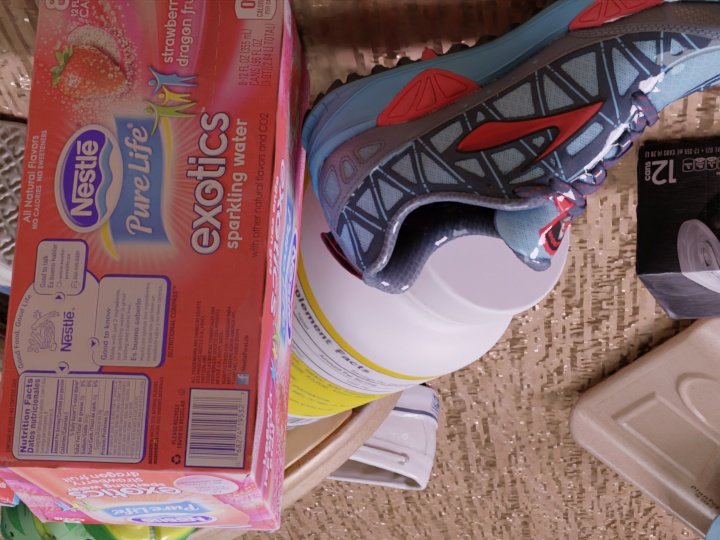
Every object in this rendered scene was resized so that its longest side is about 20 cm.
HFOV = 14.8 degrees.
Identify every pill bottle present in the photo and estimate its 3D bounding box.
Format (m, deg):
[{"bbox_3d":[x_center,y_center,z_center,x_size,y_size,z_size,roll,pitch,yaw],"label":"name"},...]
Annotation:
[{"bbox_3d":[0.000,0.000,1.231,0.112,0.113,0.200,14,159,-31],"label":"pill bottle"}]

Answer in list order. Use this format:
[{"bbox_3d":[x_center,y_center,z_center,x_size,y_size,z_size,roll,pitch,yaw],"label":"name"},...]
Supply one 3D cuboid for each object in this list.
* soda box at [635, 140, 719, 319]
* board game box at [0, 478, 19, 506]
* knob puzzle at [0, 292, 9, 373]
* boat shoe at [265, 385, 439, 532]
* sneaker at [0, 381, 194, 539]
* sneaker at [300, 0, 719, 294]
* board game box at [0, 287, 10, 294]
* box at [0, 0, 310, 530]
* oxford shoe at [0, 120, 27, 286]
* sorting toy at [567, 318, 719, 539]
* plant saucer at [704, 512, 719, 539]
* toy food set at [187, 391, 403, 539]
[{"bbox_3d":[0.224,-0.022,1.207,0.200,0.063,0.071,-4,161,19],"label":"soda box"},{"bbox_3d":[-0.293,0.062,1.311,0.200,0.056,0.196,0,167,40],"label":"board game box"},{"bbox_3d":[-0.146,0.047,1.309,0.219,0.030,0.220,24,-176,-2],"label":"knob puzzle"},{"bbox_3d":[-0.056,0.107,1.607,0.202,0.086,0.075,4,162,-4],"label":"boat shoe"},{"bbox_3d":[-0.128,0.108,1.336,0.074,0.084,0.200,8,-171,-24],"label":"sneaker"},{"bbox_3d":[0.076,-0.046,1.078,0.200,0.096,0.079,-20,156,23],"label":"sneaker"},{"bbox_3d":[-0.170,0.026,1.487,0.103,0.019,0.200,-7,159,24],"label":"board game box"},{"bbox_3d":[-0.079,-0.005,1.087,0.102,0.200,0.095,1,161,5],"label":"box"},{"bbox_3d":[-0.182,-0.030,1.233,0.200,0.075,0.058,15,155,-14],"label":"oxford shoe"},{"bbox_3d":[0.226,0.102,1.527,0.185,0.036,0.200,37,153,-4],"label":"sorting toy"},{"bbox_3d":[0.266,0.208,1.523,0.027,0.200,0.200,-32,175,-24],"label":"plant saucer"},{"bbox_3d":[-0.060,0.080,1.420,0.198,0.200,0.049,-22,110,40],"label":"toy food set"}]
